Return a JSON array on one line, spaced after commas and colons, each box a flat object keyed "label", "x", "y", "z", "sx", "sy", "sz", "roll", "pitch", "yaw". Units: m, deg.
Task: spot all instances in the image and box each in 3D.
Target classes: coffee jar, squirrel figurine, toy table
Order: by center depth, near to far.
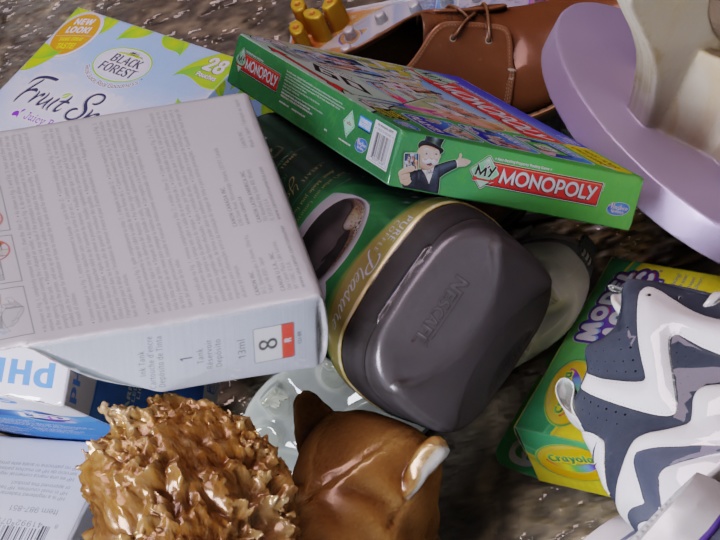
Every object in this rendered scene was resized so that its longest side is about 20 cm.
[{"label": "squirrel figurine", "x": -0.040, "y": 0.134, "z": 1.164, "sx": 0.141, "sy": 0.200, "sz": 0.187, "roll": 19, "pitch": 71, "yaw": 47}, {"label": "coffee jar", "x": 0.000, "y": 0.000, "z": 1.250, "sx": 0.104, "sy": 0.085, "sz": 0.200, "roll": -56, "pitch": 39, "yaw": -3}, {"label": "toy table", "x": 0.183, "y": -0.104, "z": 1.291, "sx": 0.184, "sy": 0.117, "sz": 0.200, "roll": -12, "pitch": 49, "yaw": -44}]

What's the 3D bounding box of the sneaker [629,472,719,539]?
[{"label": "sneaker", "x": 0.134, "y": 0.198, "z": 1.067, "sx": 0.146, "sy": 0.081, "sz": 0.200, "roll": 40, "pitch": 89, "yaw": 4}]

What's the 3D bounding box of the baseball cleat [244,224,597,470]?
[{"label": "baseball cleat", "x": 0.036, "y": 0.042, "z": 1.328, "sx": 0.200, "sy": 0.070, "sz": 0.106, "roll": -26, "pitch": 6, "yaw": 21}]

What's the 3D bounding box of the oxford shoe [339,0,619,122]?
[{"label": "oxford shoe", "x": 0.068, "y": -0.118, "z": 1.418, "sx": 0.200, "sy": 0.071, "sz": 0.071, "roll": -22, "pitch": 41, "yaw": 3}]

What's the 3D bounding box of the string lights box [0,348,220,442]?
[{"label": "string lights box", "x": -0.151, "y": 0.052, "z": 1.291, "sx": 0.103, "sy": 0.200, "sz": 0.059, "roll": 6, "pitch": 79, "yaw": 17}]

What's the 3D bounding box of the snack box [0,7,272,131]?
[{"label": "snack box", "x": -0.165, "y": -0.049, "z": 1.489, "sx": 0.169, "sy": 0.068, "sz": 0.200, "roll": 20, "pitch": 62, "yaw": 46}]

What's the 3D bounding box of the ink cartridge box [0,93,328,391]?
[{"label": "ink cartridge box", "x": -0.129, "y": -0.004, "z": 1.185, "sx": 0.200, "sy": 0.050, "sz": 0.162, "roll": -12, "pitch": 40, "yaw": -8}]

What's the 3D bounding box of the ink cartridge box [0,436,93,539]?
[{"label": "ink cartridge box", "x": -0.204, "y": 0.183, "z": 1.285, "sx": 0.145, "sy": 0.084, "sz": 0.200, "roll": 3, "pitch": 50, "yaw": 27}]

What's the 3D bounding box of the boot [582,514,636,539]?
[{"label": "boot", "x": 0.092, "y": 0.190, "z": 1.137, "sx": 0.200, "sy": 0.073, "sz": 0.090, "roll": -43, "pitch": 40, "yaw": -18}]

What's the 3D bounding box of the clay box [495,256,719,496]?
[{"label": "clay box", "x": 0.164, "y": 0.059, "z": 1.250, "sx": 0.200, "sy": 0.048, "sz": 0.115, "roll": 11, "pitch": 54, "yaw": 33}]

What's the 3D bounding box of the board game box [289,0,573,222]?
[{"label": "board game box", "x": 0.038, "y": -0.099, "z": 1.483, "sx": 0.200, "sy": 0.026, "sz": 0.200, "roll": -9, "pitch": 45, "yaw": 19}]

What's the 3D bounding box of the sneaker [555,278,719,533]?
[{"label": "sneaker", "x": 0.175, "y": 0.028, "z": 1.179, "sx": 0.199, "sy": 0.079, "sz": 0.130, "roll": -41, "pitch": 53, "yaw": -2}]

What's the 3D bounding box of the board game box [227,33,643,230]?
[{"label": "board game box", "x": 0.032, "y": -0.071, "z": 1.284, "sx": 0.200, "sy": 0.134, "sz": 0.029, "roll": 36, "pitch": 114, "yaw": 59}]

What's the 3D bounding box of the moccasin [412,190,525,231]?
[{"label": "moccasin", "x": 0.003, "y": -0.020, "z": 1.378, "sx": 0.201, "sy": 0.078, "sz": 0.074, "roll": -25, "pitch": -1, "yaw": 13}]
